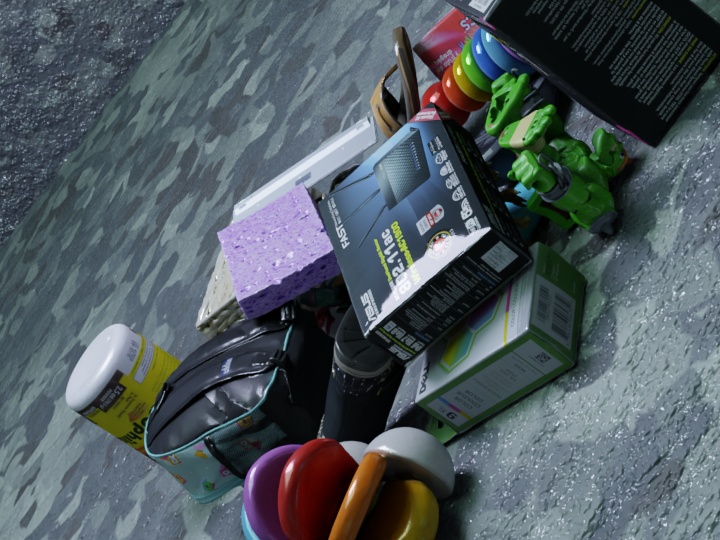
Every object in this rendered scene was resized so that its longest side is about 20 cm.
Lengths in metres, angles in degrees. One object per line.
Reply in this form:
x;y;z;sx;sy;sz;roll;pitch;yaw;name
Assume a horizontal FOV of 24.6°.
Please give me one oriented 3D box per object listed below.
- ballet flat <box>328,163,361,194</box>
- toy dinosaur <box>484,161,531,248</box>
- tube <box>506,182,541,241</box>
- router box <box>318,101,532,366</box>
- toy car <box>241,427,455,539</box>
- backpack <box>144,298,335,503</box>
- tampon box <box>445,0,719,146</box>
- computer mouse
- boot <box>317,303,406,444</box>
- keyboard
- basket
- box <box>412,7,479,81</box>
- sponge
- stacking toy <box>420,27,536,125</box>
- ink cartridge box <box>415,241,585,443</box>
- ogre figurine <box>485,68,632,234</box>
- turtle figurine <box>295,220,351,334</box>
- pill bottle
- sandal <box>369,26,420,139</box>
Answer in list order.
0.020;-0.075;1.815;0.072;0.072;0.200;-58;26;-8;ballet flat
0.092;-0.045;1.517;0.199;0.060;0.106;23;70;38;toy dinosaur
0.134;-0.028;1.557;0.200;0.050;0.077;-58;21;-20;tube
0.052;-0.036;1.468;0.150;0.062;0.200;-42;38;18;router box
-0.028;0.208;1.405;0.200;0.150;0.176;-22;39;55;toy car
-0.116;0.144;1.679;0.199;0.153;0.176;-24;34;25;backpack
0.201;-0.229;1.488;0.126;0.200;0.150;-53;20;6;tampon box
0.167;-0.146;1.659;0.200;0.053;0.138;-53;15;-31;computer mouse
0.014;0.084;1.560;0.204;0.073;0.154;-56;-18;-54;boot
-0.063;-0.104;1.836;0.200;0.011;0.056;-33;36;17;keyboard
-0.088;0.007;1.874;0.135;0.123;0.201;-37;28;39;basket
0.165;-0.273;1.748;0.200;0.095;0.103;-37;8;39;box
-0.086;-0.022;1.718;0.111;0.030;0.200;-29;25;1;sponge
0.132;-0.207;1.698;0.200;0.085;0.086;-43;23;47;stacking toy
0.104;0.072;1.446;0.200;0.059;0.104;-37;28;40;ink cartridge box
0.172;-0.101;1.474;0.098;0.120;0.200;-51;22;0;ogre figurine
0.000;0.000;1.722;0.199;0.101;0.150;-14;31;47;turtle figurine
-0.218;0.153;1.830;0.109;0.200;0.109;-45;23;25;pill bottle
0.037;-0.170;1.808;0.082;0.054;0.201;-97;4;-48;sandal
